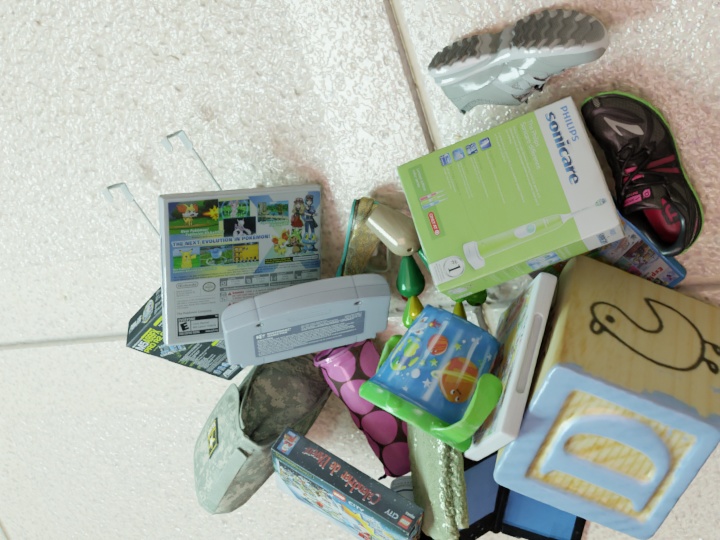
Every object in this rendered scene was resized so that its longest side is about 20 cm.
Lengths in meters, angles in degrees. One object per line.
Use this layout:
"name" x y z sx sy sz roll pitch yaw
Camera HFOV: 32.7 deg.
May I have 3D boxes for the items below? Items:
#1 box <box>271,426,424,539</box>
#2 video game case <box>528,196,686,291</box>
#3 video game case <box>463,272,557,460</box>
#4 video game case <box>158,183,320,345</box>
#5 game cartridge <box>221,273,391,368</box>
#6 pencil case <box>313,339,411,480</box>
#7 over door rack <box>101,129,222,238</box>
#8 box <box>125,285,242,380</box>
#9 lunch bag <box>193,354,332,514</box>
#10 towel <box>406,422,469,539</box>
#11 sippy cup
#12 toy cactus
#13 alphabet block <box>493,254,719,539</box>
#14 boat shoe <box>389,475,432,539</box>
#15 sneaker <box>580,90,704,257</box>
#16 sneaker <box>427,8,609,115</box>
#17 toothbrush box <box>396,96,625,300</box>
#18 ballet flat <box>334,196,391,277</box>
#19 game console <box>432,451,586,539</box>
"box" -0.017 0.284 1.534 0.200 0.038 0.137 29 153 15
"video game case" 0.250 -0.027 1.397 0.200 0.018 0.143 44 127 -4
"video game case" 0.164 0.112 1.371 0.023 0.182 0.200 17 163 -1
"video game case" -0.143 -0.008 1.485 0.022 0.200 0.183 -149 57 -63
"game cartridge" -0.064 0.058 1.458 0.199 0.041 0.133 -12 157 -9
"pencil case" 0.016 0.173 1.594 0.091 0.094 0.200 -32 105 -8
"over door rack" -0.206 -0.073 1.556 0.148 0.067 0.200 -34 103 37
"box" -0.188 0.061 1.589 0.160 0.044 0.200 21 139 -26
"lunch bag" -0.139 0.209 1.613 0.117 0.200 0.164 36 129 3
"towel" 0.089 0.227 1.491 0.036 0.148 0.201 -2 82 -14
"sippy cup" 0.087 0.114 1.372 0.178 0.140 0.131 26 84 24
"toy cactus" 0.085 -0.024 1.419 0.165 0.102 0.200 37 134 2
"alphabet block" 0.275 0.138 1.350 0.195 0.200 0.197 22 129 -1
"boat shoe" 0.077 0.346 1.630 0.073 0.067 0.200 -11 141 18
"sneaker" 0.298 -0.101 1.286 0.077 0.084 0.200 -28 104 35
"sneaker" 0.174 -0.216 1.297 0.200 0.075 0.082 -7 130 36
"toothbrush box" 0.159 -0.072 1.297 0.200 0.086 0.146 -22 77 13
"ballet flat" 0.000 0.000 1.508 0.071 0.071 0.200 25 127 10
"game console" 0.197 0.294 1.560 0.118 0.170 0.200 35 133 37
